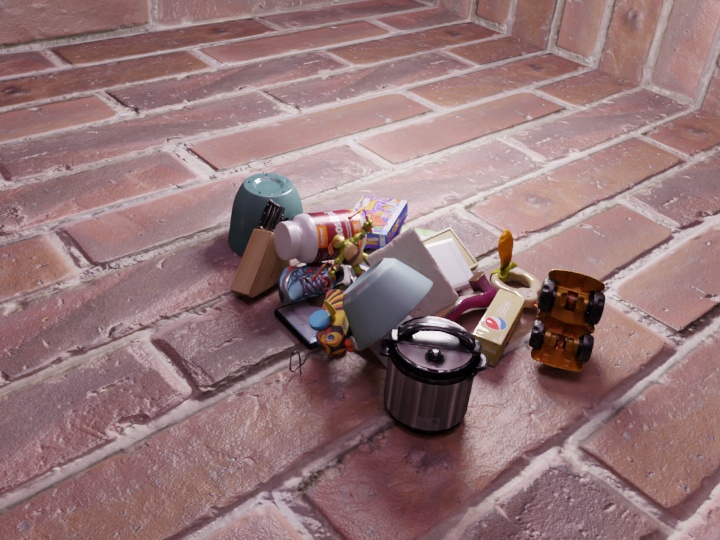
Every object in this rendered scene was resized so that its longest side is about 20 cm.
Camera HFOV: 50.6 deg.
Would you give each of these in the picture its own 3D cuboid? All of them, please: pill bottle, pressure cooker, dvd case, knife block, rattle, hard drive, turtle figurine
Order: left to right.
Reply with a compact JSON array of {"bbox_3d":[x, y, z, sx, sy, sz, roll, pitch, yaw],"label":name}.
[{"bbox_3d":[-0.223,-0.057,1.757,0.063,0.179,0.199,11,30,37],"label":"knife block"},{"bbox_3d":[-0.093,-0.077,1.754,0.197,0.115,0.113,-9,36,-33],"label":"pill bottle"},{"bbox_3d":[-0.075,0.098,1.705,0.198,0.018,0.142,-21,43,-34],"label":"dvd case"},{"bbox_3d":[-0.019,-0.022,1.715,0.201,0.161,0.064,-55,26,-17],"label":"turtle figurine"},{"bbox_3d":[0.160,0.002,1.802,0.197,0.027,0.133,-15,63,-23],"label":"hard drive"},{"bbox_3d":[0.136,0.186,1.447,0.174,0.203,0.178,-20,41,-31],"label":"pressure cooker"},{"bbox_3d":[0.399,0.016,1.805,0.128,0.145,0.200,11,23,-27],"label":"rattle"}]

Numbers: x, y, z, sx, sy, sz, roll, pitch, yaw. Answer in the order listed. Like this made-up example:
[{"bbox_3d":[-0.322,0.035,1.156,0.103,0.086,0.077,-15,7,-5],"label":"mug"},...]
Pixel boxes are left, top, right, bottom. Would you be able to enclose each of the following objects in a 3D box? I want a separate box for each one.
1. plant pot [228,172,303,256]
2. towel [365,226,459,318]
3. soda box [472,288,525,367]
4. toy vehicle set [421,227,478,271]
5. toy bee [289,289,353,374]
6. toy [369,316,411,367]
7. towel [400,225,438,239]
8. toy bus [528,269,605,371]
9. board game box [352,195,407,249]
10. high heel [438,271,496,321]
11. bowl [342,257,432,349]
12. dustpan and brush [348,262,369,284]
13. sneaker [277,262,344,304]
[{"bbox_3d":[-0.231,-0.145,1.907,0.196,0.164,0.202,5,33,-3],"label":"plant pot"},{"bbox_3d":[0.117,0.020,1.687,0.131,0.202,0.034,-33,0,2],"label":"towel"},{"bbox_3d":[0.305,0.124,1.690,0.067,0.065,0.200,19,37,19],"label":"soda box"},{"bbox_3d":[0.176,-0.020,1.854,0.197,0.027,0.125,-23,66,-27],"label":"toy vehicle set"},{"bbox_3d":[-0.053,0.133,1.577,0.107,0.131,0.204,8,71,25],"label":"toy bee"},{"bbox_3d":[0.039,0.113,1.656,0.114,0.047,0.200,-37,68,-15],"label":"toy"},{"bbox_3d":[0.166,-0.047,1.958,0.146,0.031,0.201,11,32,2],"label":"towel"},{"bbox_3d":[0.446,0.109,1.675,0.133,0.204,0.192,14,-1,10],"label":"toy bus"},{"bbox_3d":[0.036,-0.128,2.016,0.132,0.046,0.201,7,33,17],"label":"board game box"},{"bbox_3d":[0.242,0.097,1.744,0.199,0.097,0.067,-39,20,-21],"label":"high heel"},{"bbox_3d":[0.040,0.051,1.535,0.105,0.200,0.201,49,40,-5],"label":"bowl"},{"bbox_3d":[0.000,0.000,1.823,0.197,0.058,0.139,24,38,25],"label":"dustpan and brush"},{"bbox_3d":[-0.107,0.020,1.717,0.094,0.081,0.199,0,17,33],"label":"sneaker"}]
